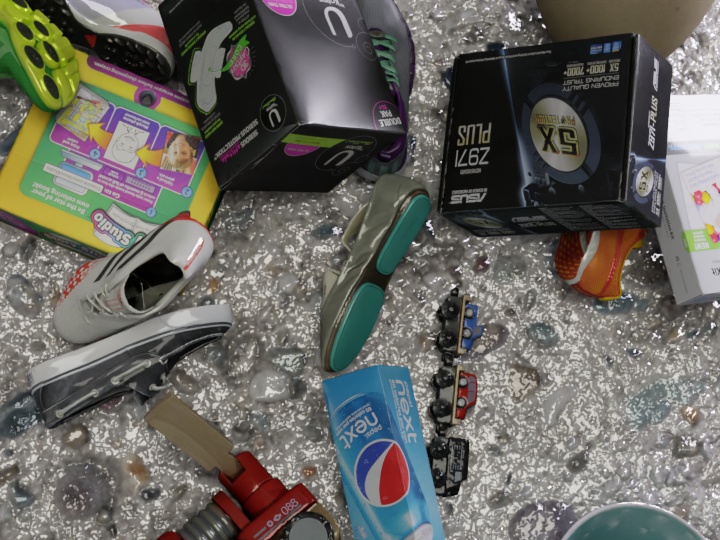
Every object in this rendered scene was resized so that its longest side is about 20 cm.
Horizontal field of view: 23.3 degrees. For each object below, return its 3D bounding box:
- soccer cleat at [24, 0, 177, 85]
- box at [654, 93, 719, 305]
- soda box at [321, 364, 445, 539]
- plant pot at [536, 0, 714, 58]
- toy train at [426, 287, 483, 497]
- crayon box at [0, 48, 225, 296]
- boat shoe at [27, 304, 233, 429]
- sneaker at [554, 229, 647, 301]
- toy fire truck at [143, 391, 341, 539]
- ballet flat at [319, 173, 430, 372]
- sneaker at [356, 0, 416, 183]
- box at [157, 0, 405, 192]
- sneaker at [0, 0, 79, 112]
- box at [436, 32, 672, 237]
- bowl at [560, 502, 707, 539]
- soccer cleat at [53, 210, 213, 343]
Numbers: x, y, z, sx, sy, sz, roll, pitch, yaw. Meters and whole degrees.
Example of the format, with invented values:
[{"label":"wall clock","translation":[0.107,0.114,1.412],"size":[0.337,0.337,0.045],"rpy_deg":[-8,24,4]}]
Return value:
[{"label":"soccer cleat","translation":[-0.261,-0.253,1.701],"size":[0.199,0.068,0.073],"rpy_deg":[29,47,-2]},{"label":"box","translation":[0.345,-0.072,1.701],"size":[0.155,0.041,0.202],"rpy_deg":[-5,76,-37]},{"label":"soda box","translation":[0.025,0.192,1.609],"size":[0.064,0.068,0.202],"rpy_deg":[-18,76,24]},{"label":"plant pot","translation":[0.253,-0.269,1.713],"size":[0.198,0.201,0.136],"rpy_deg":[9,113,-4]},{"label":"toy train","translation":[0.090,0.116,1.664],"size":[0.045,0.034,0.202],"rpy_deg":[7,76,-8]},{"label":"crayon box","translation":[-0.229,-0.096,1.666],"size":[0.199,0.058,0.174],"rpy_deg":[22,76,-1]},{"label":"boat shoe","translation":[-0.206,0.091,1.617],"size":[0.199,0.072,0.068],"rpy_deg":[-20,77,-8]},{"label":"sneaker","translation":[0.250,-0.063,1.718],"size":[0.077,0.073,0.201],"rpy_deg":[30,73,-26]},{"label":"toy fire truck","translation":[-0.137,0.227,1.576],"size":[0.176,0.129,0.200],"rpy_deg":[-39,72,-13]},{"label":"ballet flat","translation":[0.000,0.000,1.669],"size":[0.063,0.067,0.201],"rpy_deg":[26,87,31]},{"label":"sneaker","translation":[0.025,-0.190,1.702],"size":[0.074,0.088,0.202],"rpy_deg":[-3,77,-7]},{"label":"box","translation":[-0.074,-0.188,1.632],"size":[0.148,0.124,0.201],"rpy_deg":[0,64,-46]},{"label":"sneaker","translation":[-0.336,-0.211,1.648],"size":[0.200,0.074,0.084],"rpy_deg":[46,120,24]},{"label":"box","translation":[0.184,-0.124,1.653],"size":[0.199,0.086,0.165],"rpy_deg":[-2,74,33]},{"label":"bowl","translation":[0.234,0.321,1.579],"size":[0.199,0.105,0.202],"rpy_deg":[8,66,-19]},{"label":"soccer cleat","translation":[-0.214,0.018,1.585],"size":[0.199,0.085,0.069],"rpy_deg":[-31,111,28]}]
